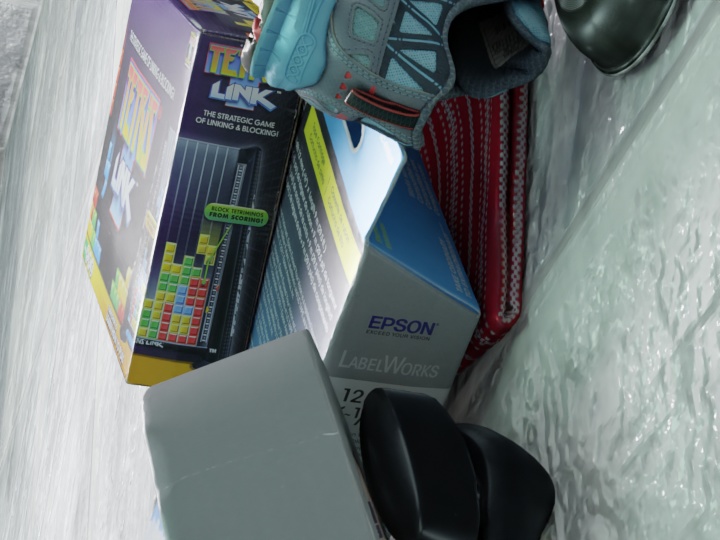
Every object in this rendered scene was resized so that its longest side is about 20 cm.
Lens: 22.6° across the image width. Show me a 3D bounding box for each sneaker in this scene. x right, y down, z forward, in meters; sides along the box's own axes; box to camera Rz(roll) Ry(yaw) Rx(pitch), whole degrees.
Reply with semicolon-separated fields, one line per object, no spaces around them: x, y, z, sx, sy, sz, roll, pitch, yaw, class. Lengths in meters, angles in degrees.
0.036;-0.106;0.714;0.200;0.095;0.079;-47;-13;-44;sneaker

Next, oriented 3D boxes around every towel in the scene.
0.030;-0.013;0.831;0.200;0.022;0.146;136;140;-64;towel

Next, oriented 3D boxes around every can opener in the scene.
0.044;0.131;0.627;0.063;0.078;0.201;-56;37;39;can opener

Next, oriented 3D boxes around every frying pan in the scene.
0.101;-0.107;0.632;0.190;0.031;0.115;-98;22;-54;frying pan

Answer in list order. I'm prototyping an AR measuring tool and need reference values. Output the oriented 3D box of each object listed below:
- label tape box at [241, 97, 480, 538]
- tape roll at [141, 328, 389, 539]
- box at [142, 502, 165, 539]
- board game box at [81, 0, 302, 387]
0.000;0.000;0.782;0.144;0.066;0.201;-107;32;-52;label tape box
-0.015;0.126;0.651;0.200;0.066;0.201;160;90;-90;tape roll
-0.086;0.191;0.864;0.122;0.047;0.201;-111;37;-51;box
-0.088;-0.052;0.885;0.200;0.056;0.166;-131;51;-67;board game box
